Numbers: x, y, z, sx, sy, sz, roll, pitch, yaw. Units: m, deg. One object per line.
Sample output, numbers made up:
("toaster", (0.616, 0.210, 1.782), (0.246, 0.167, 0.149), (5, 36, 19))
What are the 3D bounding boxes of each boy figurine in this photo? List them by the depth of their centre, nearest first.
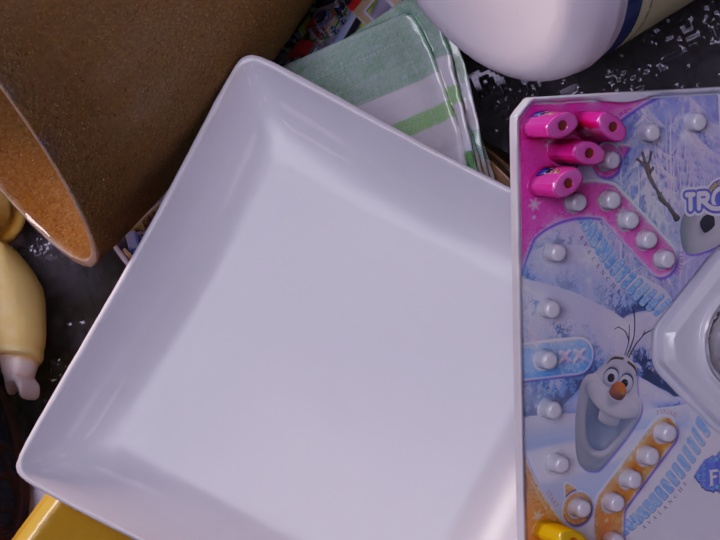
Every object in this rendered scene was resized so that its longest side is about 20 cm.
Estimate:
("boy figurine", (-0.199, 0.024, 1.035), (0.124, 0.064, 0.201), (21, 92, 24))

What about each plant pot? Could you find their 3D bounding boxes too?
("plant pot", (-0.098, -0.137, 0.938), (0.200, 0.187, 0.186), (-40, 73, -14))

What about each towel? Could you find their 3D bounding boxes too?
("towel", (0.000, 0.000, 0.943), (0.152, 0.023, 0.201), (-23, 77, 31))

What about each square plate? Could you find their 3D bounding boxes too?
("square plate", (-0.007, 0.042, 0.878), (0.199, 0.028, 0.199), (28, 83, 10))

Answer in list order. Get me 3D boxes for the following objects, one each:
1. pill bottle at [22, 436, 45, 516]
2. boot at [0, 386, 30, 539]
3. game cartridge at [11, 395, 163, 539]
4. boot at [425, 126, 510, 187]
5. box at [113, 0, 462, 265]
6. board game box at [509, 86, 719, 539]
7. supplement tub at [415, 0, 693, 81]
("pill bottle", (-0.139, 0.183, 0.971), (0.113, 0.114, 0.201), (20, 88, 17))
("boot", (-0.217, 0.069, 0.967), (0.097, 0.075, 0.200), (-49, 54, 21))
("game cartridge", (-0.076, 0.181, 0.917), (0.200, 0.032, 0.177), (42, 73, -16))
("boot", (0.041, 0.031, 0.963), (0.200, 0.074, 0.155), (45, 103, 22))
("box", (-0.051, -0.091, 1.021), (0.200, 0.035, 0.110), (-41, 74, 8))
("board game box", (0.153, 0.028, 0.865), (0.199, 0.026, 0.201), (-5, 98, -24))
("supplement tub", (0.116, -0.181, 0.892), (0.199, 0.145, 0.145), (-31, 73, -25))
